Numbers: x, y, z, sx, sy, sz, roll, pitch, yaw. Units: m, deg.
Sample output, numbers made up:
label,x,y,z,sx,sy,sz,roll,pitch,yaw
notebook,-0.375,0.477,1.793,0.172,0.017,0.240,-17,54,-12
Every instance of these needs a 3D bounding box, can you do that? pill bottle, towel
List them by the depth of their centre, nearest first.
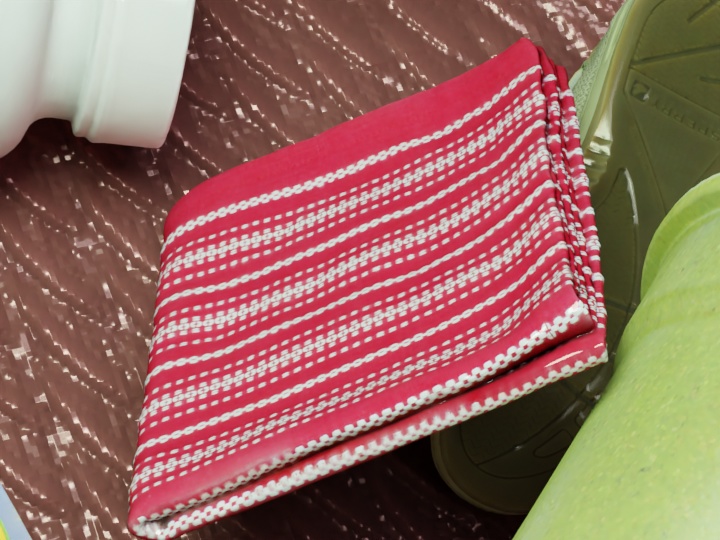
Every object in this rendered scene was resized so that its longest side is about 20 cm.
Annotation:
label,x,y,z,sx,sy,sz,roll,pitch,yaw
towel,0.000,0.000,0.867,0.144,0.023,0.200,-23,23,10
pill bottle,-0.154,-0.094,0.920,0.199,0.111,0.112,9,62,-10

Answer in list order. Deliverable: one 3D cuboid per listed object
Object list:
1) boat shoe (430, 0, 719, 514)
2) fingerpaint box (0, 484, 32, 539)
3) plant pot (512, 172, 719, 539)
label,x,y,z,sx,sy,sz,roll,pitch,yaw
boat shoe,0.072,-0.006,0.975,0.073,0.063,0.202,28,67,-14
fingerpaint box,-0.139,0.166,0.816,0.166,0.073,0.201,-26,75,-24
plant pot,0.106,0.107,0.775,0.200,0.201,0.184,40,64,7
